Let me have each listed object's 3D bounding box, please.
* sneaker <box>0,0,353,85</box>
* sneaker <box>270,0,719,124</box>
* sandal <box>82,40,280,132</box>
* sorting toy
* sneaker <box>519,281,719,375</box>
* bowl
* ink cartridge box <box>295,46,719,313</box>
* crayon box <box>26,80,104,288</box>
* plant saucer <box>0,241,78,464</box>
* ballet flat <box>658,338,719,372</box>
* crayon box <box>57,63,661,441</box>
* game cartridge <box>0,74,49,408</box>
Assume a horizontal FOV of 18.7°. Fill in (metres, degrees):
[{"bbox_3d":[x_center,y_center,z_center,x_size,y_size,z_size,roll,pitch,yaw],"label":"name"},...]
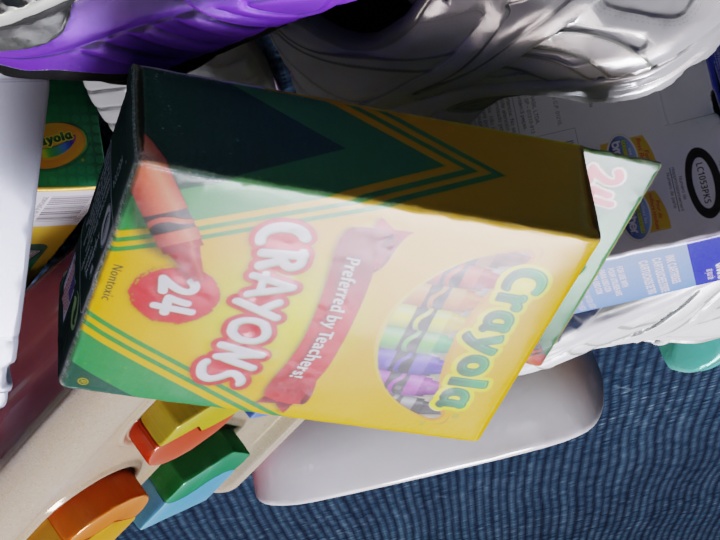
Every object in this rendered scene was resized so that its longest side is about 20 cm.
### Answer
[{"bbox_3d":[-0.053,-0.107,0.755,0.200,0.070,0.100,-8,158,4],"label":"sneaker"},{"bbox_3d":[0.056,-0.107,0.803,0.200,0.078,0.099,-21,150,13],"label":"sneaker"},{"bbox_3d":[-0.062,-0.069,0.910,0.082,0.050,0.203,4,149,17],"label":"sandal"},{"bbox_3d":[-0.081,0.076,1.012,0.200,0.037,0.185,-12,153,-51],"label":"sorting toy"},{"bbox_3d":[0.118,0.011,0.978,0.200,0.078,0.099,-20,146,20],"label":"sneaker"},{"bbox_3d":[0.033,0.056,1.231,0.199,0.075,0.200,-12,-169,5],"label":"bowl"},{"bbox_3d":[0.081,-0.054,0.897,0.199,0.137,0.076,-13,164,10],"label":"ink cartridge box"},{"bbox_3d":[-0.198,-0.025,0.957,0.118,0.058,0.200,-1,161,-26],"label":"crayon box"},{"bbox_3d":[-0.138,0.028,1.038,0.201,0.051,0.201,-44,-178,2],"label":"plant saucer"},{"bbox_3d":[0.195,-0.042,1.026,0.200,0.067,0.070,-49,135,7],"label":"ballet flat"},{"bbox_3d":[0.000,0.000,0.799,0.199,0.051,0.127,8,138,-16],"label":"crayon box"},{"bbox_3d":[-0.190,-0.027,0.830,0.133,0.041,0.200,-5,125,-27],"label":"game cartridge"}]
